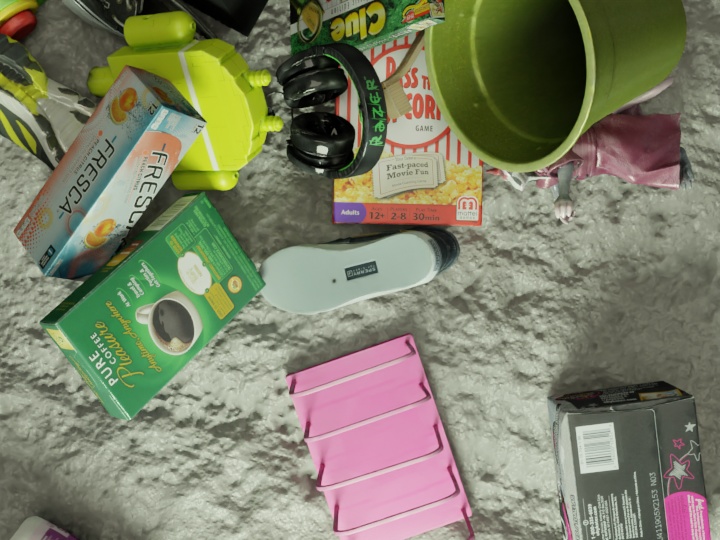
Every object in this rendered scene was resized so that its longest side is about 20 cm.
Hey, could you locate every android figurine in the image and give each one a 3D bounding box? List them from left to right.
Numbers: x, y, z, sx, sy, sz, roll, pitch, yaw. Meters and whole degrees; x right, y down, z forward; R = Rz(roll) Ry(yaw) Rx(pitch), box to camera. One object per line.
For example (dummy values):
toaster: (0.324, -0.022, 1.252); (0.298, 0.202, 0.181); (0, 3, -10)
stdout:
android figurine: (-0.167, -0.158, 1.080); (0.200, 0.041, 0.182); (0, 120, 28)

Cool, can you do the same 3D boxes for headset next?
headset: (-0.054, -0.149, 1.066); (0.094, 0.200, 0.124); (-14, 104, -32)

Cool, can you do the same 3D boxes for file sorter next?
file sorter: (0.020, 0.184, 1.111); (0.139, 0.125, 0.200); (-19, 93, -1)

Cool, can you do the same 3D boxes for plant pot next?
plant pot: (0.195, -0.210, 1.030); (0.190, 0.200, 0.200); (-21, 93, -35)

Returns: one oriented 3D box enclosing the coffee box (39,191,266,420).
coffee box: (-0.193, 0.030, 1.071); (0.200, 0.044, 0.123); (-48, 120, -28)

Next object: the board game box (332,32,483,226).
board game box: (0.048, -0.145, 1.138); (0.151, 0.046, 0.201); (0, 92, -2)

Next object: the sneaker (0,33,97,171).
sneaker: (-0.311, -0.147, 1.111); (0.200, 0.085, 0.074); (48, 61, -7)

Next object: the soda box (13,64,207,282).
soda box: (-0.231, -0.086, 1.034); (0.200, 0.064, 0.068); (-51, 61, 16)

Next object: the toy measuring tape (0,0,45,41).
toy measuring tape: (-0.385, -0.237, 1.109); (0.200, 0.074, 0.074); (-38, 93, 0)

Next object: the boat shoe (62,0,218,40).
boat shoe: (-0.213, -0.261, 1.106); (0.200, 0.071, 0.072); (32, 67, -9)

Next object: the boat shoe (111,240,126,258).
boat shoe: (-0.235, 0.002, 1.119); (0.069, 0.084, 0.200); (-33, 95, -4)

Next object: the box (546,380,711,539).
box: (0.266, 0.223, 1.126); (0.132, 0.115, 0.201); (-7, 91, 0)

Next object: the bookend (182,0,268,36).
bookend: (-0.111, -0.344, 1.045); (0.092, 0.200, 0.199); (30, 92, 3)

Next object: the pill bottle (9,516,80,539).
pill bottle: (-0.270, 0.338, 1.115); (0.200, 0.112, 0.112); (31, 91, -3)

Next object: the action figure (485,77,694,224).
action figure: (0.220, -0.121, 1.102); (0.199, 0.134, 0.149); (0, 92, -5)

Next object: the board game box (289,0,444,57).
board game box: (0.001, -0.261, 1.067); (0.023, 0.200, 0.105); (0, 84, -42)

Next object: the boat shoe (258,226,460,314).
boat shoe: (0.000, 0.000, 1.136); (0.200, 0.091, 0.071); (-8, 92, 25)

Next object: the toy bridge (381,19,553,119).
toy bridge: (0.093, -0.218, 1.088); (0.200, 0.027, 0.067); (-31, 103, -19)
